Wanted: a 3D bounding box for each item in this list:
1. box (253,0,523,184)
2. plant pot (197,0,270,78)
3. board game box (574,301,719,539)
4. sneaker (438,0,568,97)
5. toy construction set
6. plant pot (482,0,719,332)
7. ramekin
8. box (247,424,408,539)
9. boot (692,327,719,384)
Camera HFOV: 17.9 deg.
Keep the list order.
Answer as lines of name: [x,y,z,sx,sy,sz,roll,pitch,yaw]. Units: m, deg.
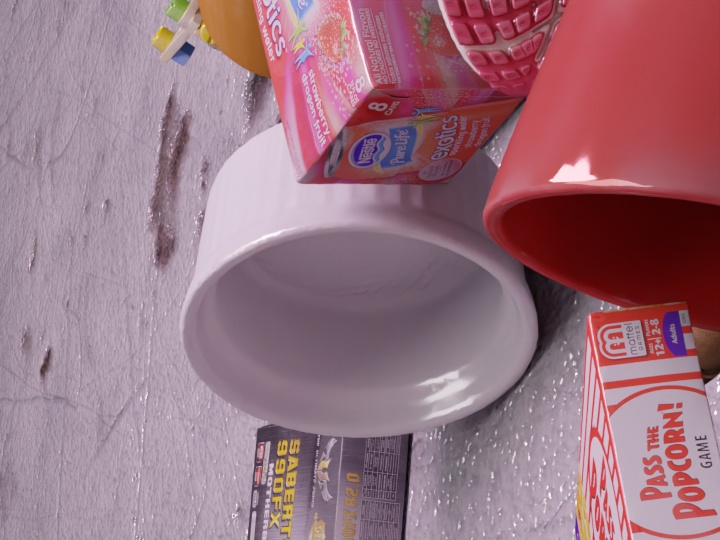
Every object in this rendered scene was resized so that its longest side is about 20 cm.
box: [0.005,-0.155,1.202,0.103,0.094,0.201,-46,51,53]
plant pot: [-0.036,-0.226,1.495,0.184,0.198,0.201,103,164,-58]
board game box: [0.131,0.132,1.013,0.201,0.046,0.152,85,178,-56]
sneaker: [0.067,-0.178,1.117,0.075,0.080,0.201,82,178,-72]
toy construction set: [-0.078,-0.210,1.692,0.132,0.092,0.200,-59,28,-11]
plant pot: [0.166,-0.081,0.945,0.200,0.199,0.179,-18,54,65]
ramekin: [0.000,0.000,1.296,0.201,0.199,0.098,125,154,-48]
box: [-0.027,0.197,1.476,0.158,0.048,0.202,164,112,-67]
boot: [0.159,-0.044,1.105,0.075,0.073,0.201,-37,50,34]
